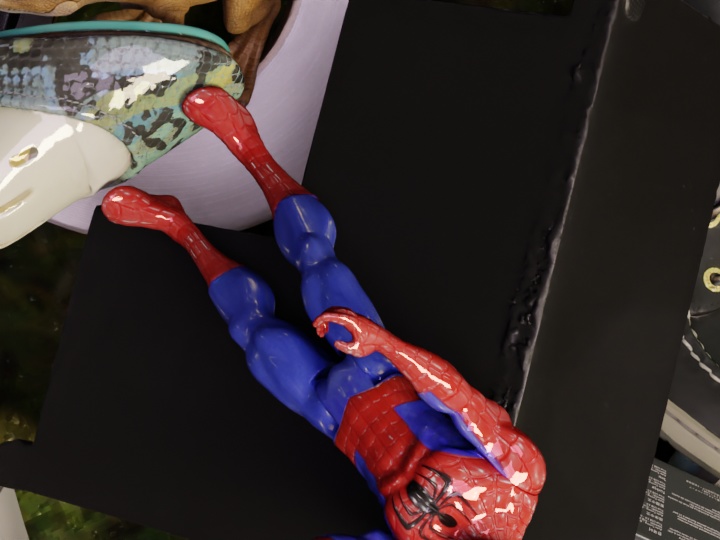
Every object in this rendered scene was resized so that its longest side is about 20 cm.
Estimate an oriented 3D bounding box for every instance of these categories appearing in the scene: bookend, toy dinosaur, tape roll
[{"bbox_3d":[0.000,0.000,0.787,0.200,0.092,0.199,10,84,35],"label":"bookend"},{"bbox_3d":[-0.040,-0.110,0.804,0.060,0.106,0.200,42,50,12],"label":"toy dinosaur"},{"bbox_3d":[-0.074,-0.111,0.858,0.202,0.037,0.203,-1,98,-5],"label":"tape roll"}]

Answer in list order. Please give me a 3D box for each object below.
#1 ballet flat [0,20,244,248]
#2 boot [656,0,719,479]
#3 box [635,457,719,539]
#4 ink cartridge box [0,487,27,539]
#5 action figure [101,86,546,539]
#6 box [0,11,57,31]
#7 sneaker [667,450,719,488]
[{"bbox_3d":[-0.136,-0.037,0.755,0.200,0.074,0.074,-2,98,6],"label":"ballet flat"},{"bbox_3d":[0.129,-0.035,0.804,0.154,0.073,0.204,-51,56,22],"label":"boot"},{"bbox_3d":[0.127,0.158,0.869,0.200,0.044,0.160,26,127,-8],"label":"box"},{"bbox_3d":[-0.201,0.083,0.841,0.145,0.083,0.200,-16,97,-3],"label":"ink cartridge box"},{"bbox_3d":[-0.019,0.026,0.680,0.065,0.099,0.200,-50,59,16],"label":"action figure"},{"bbox_3d":[-0.176,-0.182,0.806,0.200,0.049,0.160,20,96,9],"label":"box"},{"bbox_3d":[0.148,0.075,0.890,0.074,0.082,0.200,36,117,-11],"label":"sneaker"}]
